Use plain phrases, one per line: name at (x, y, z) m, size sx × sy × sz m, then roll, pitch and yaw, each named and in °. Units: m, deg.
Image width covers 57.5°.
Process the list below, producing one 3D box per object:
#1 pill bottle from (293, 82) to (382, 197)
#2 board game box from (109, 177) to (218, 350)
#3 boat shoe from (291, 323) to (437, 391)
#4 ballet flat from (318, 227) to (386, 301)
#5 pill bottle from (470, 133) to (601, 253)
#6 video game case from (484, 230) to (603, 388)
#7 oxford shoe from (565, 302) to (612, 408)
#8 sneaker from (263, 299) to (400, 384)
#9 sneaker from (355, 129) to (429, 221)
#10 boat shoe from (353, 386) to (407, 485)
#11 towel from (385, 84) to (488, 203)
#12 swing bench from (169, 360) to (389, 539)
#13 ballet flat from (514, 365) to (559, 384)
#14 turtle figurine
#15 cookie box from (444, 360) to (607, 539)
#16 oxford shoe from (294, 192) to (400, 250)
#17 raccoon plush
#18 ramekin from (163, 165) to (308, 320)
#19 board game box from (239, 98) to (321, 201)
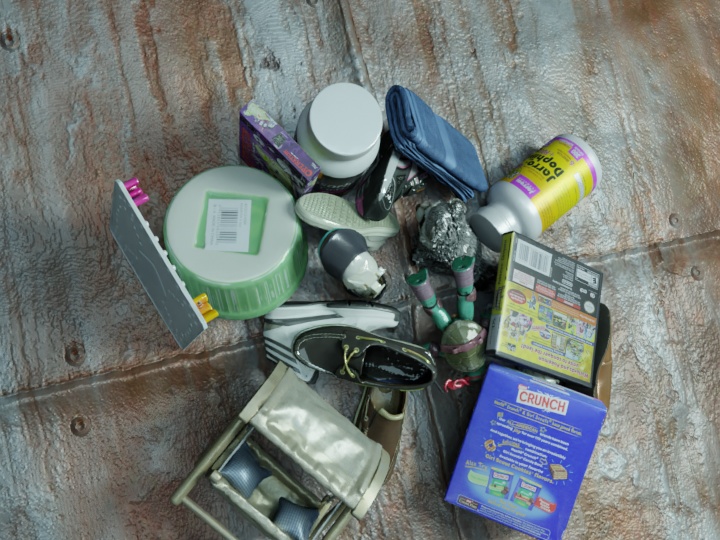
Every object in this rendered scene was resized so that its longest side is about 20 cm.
pill bottle at (-0.036, -0.174, 0.906) m, size 0.115 × 0.200 × 0.118 m, roll 1°, pitch 83°, yaw -10°
board game box at (-0.258, -0.001, 0.844) m, size 0.026 × 0.200 × 0.201 m, roll -31°, pitch 90°, yaw -26°
boat shoe at (0.005, 0.117, 0.881) m, size 0.199 × 0.061 × 0.072 m, roll 9°, pitch 95°, yaw -3°
ballet flat at (0.000, 0.000, 0.893) m, size 0.072 × 0.200 × 0.074 m, roll -3°, pitch 72°, yaw 10°
pill bottle at (0.266, -0.115, 1.008) m, size 0.200 × 0.104 × 0.105 m, roll -38°, pitch 92°, yaw -13°
video game case at (0.274, 0.060, 0.962) m, size 0.199 × 0.025 × 0.182 m, roll 20°, pitch 72°, yaw -28°
oxford shoe at (0.362, 0.151, 1.026) m, size 0.071 × 0.071 × 0.202 m, roll 22°, pitch 75°, yaw -38°
sneaker at (-0.041, 0.103, 0.946) m, size 0.198 × 0.076 × 0.117 m, roll -1°, pitch 92°, yaw -3°
sneaker at (0.061, -0.139, 0.954) m, size 0.086 × 0.080 × 0.201 m, roll 35°, pitch 48°, yaw -15°
boat shoe at (0.030, 0.208, 0.937) m, size 0.074 × 0.075 × 0.204 m, roll 7°, pitch 82°, yaw -10°
towel at (0.108, -0.181, 0.954) m, size 0.199 × 0.048 × 0.112 m, roll 25°, pitch 46°, yaw -45°
swing bench at (-0.096, 0.262, 0.853) m, size 0.199 × 0.130 × 0.200 m, roll 40°, pitch 95°, yaw -3°
ballet flat at (0.275, 0.188, 0.993) m, size 0.074 × 0.074 × 0.202 m, roll -2°, pitch 83°, yaw -11°
turtle figurine at (0.142, 0.087, 0.940) m, size 0.149 × 0.101 × 0.201 m, roll -24°, pitch 113°, yaw -10°
cookie box at (0.231, 0.253, 0.926) m, size 0.170 × 0.075 × 0.202 m, roll 19°, pitch 95°, yaw 11°
oxford shoe at (-0.020, -0.063, 0.922) m, size 0.058 × 0.199 × 0.075 m, roll -46°, pitch 61°, yaw 26°
raccoon plush at (0.163, -0.039, 0.962) m, size 0.198 × 0.134 × 0.098 m, roll 20°, pitch 79°, yaw -8°
ramekin at (-0.169, -0.043, 0.888) m, size 0.198 × 0.098 × 0.202 m, roll 2°, pitch 67°, yaw -4°
board game box at (-0.114, -0.147, 0.887) m, size 0.032 × 0.200 × 0.120 m, roll -41°, pitch 92°, yaw -12°
